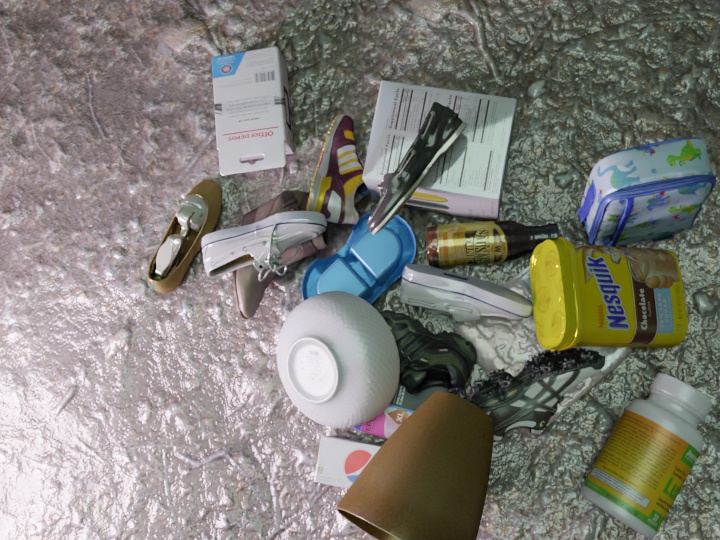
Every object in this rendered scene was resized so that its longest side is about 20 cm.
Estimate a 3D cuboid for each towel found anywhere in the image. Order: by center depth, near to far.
[{"bbox_3d":[0.268,0.104,1.172,0.190,0.032,0.201,-39,76,0],"label":"towel"}]

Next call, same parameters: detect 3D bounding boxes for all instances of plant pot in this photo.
[{"bbox_3d":[0.094,0.270,1.041,0.184,0.187,0.202,26,69,12],"label":"plant pot"}]

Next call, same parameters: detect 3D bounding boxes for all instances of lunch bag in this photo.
[{"bbox_3d":[0.393,-0.102,1.107,0.158,0.200,0.084,-9,71,5],"label":"lunch bag"}]

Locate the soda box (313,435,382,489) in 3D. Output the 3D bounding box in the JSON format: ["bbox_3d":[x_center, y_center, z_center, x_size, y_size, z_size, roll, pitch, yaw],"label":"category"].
[{"bbox_3d":[0.036,0.291,1.153,0.196,0.064,0.069,8,80,10],"label":"soda box"}]

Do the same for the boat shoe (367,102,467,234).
[{"bbox_3d":[0.064,-0.140,1.075,0.057,0.067,0.201,39,85,1],"label":"boat shoe"}]

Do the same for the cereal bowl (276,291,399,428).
[{"bbox_3d":[-0.047,0.134,1.139,0.198,0.083,0.204,8,103,34],"label":"cereal bowl"}]

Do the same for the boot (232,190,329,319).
[{"bbox_3d":[-0.118,-0.032,1.224,0.144,0.070,0.203,-9,68,19],"label":"boot"}]

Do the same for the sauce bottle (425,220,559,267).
[{"bbox_3d":[0.198,-0.044,1.193,0.196,0.066,0.067,-6,78,8],"label":"sauce bottle"}]

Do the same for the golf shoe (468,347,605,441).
[{"bbox_3d":[0.255,0.174,1.118,0.197,0.078,0.096,-20,101,3],"label":"golf shoe"}]

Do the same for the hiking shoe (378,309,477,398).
[{"bbox_3d":[0.069,0.125,1.153,0.197,0.077,0.101,13,40,9],"label":"hiking shoe"}]

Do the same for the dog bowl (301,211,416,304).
[{"bbox_3d":[0.000,0.000,1.221,0.200,0.050,0.112,-43,77,-2],"label":"dog bowl"}]

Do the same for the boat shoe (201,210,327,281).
[{"bbox_3d":[-0.141,-0.026,1.160,0.199,0.075,0.088,-12,70,12],"label":"boat shoe"}]

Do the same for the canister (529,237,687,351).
[{"bbox_3d":[0.348,0.036,1.110,0.197,0.087,0.151,2,73,-16],"label":"canister"}]

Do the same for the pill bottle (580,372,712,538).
[{"bbox_3d":[0.396,0.249,1.084,0.110,0.111,0.202,30,85,13],"label":"pill bottle"}]

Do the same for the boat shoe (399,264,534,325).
[{"bbox_3d":[0.153,0.046,1.162,0.197,0.073,0.066,17,104,16],"label":"boat shoe"}]

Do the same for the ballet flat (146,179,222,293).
[{"bbox_3d":[-0.280,-0.058,1.266,0.068,0.063,0.203,21,83,11],"label":"ballet flat"}]

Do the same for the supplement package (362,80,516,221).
[{"bbox_3d":[0.121,-0.173,1.183,0.197,0.152,0.153,10,83,11],"label":"supplement package"}]

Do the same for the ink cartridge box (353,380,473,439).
[{"bbox_3d":[0.063,0.207,1.181,0.197,0.037,0.096,14,82,13],"label":"ink cartridge box"}]

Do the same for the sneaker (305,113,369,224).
[{"bbox_3d":[-0.023,-0.154,1.229,0.089,0.075,0.202,17,58,-4],"label":"sneaker"}]

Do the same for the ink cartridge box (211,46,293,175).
[{"bbox_3d":[-0.173,-0.248,1.284,0.114,0.068,0.204,-7,78,7],"label":"ink cartridge box"}]
